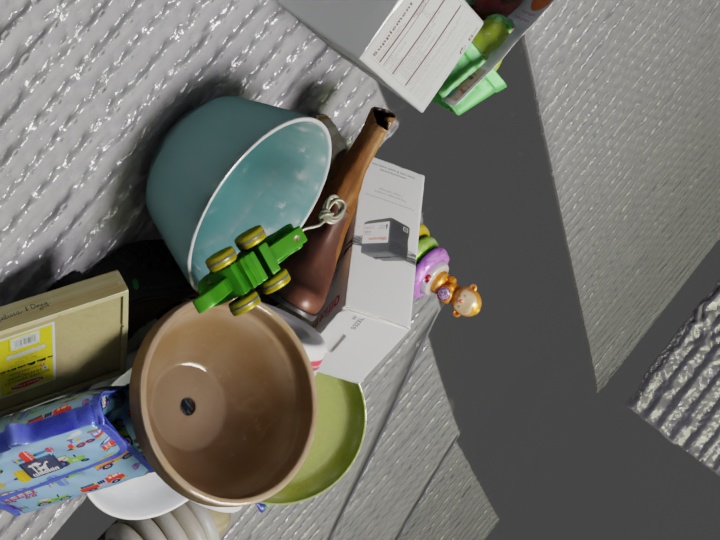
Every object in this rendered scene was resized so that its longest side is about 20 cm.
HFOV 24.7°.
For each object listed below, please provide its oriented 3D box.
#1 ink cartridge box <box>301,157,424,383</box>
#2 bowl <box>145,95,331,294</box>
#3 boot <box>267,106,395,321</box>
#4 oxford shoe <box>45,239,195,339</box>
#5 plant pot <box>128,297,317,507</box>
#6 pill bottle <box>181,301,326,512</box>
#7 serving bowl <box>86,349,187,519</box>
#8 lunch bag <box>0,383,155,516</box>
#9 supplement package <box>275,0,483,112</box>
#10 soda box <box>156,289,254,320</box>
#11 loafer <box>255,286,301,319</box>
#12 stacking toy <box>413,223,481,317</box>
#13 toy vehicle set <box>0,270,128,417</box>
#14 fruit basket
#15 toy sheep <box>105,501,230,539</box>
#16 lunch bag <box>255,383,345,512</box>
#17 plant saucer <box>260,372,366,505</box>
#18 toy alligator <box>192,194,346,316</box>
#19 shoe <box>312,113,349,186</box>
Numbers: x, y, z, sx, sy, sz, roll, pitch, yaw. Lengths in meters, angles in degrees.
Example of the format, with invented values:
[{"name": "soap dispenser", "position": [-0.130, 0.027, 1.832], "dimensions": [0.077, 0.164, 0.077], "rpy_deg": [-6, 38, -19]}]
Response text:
[{"name": "ink cartridge box", "position": [0.000, 0.000, 1.805], "dimensions": [0.145, 0.083, 0.202], "rpy_deg": [130, -28, -52]}, {"name": "bowl", "position": [-0.130, -0.087, 1.580], "dimensions": [0.201, 0.105, 0.202], "rpy_deg": [-43, 156, -23]}, {"name": "boot", "position": [-0.019, -0.059, 1.677], "dimensions": [0.201, 0.068, 0.188], "rpy_deg": [-57, -179, 20]}, {"name": "oxford shoe", "position": [-0.228, 0.028, 1.608], "dimensions": [0.199, 0.073, 0.085], "rpy_deg": [-23, 147, -32]}, {"name": "plant pot", "position": [-0.146, 0.128, 1.582], "dimensions": [0.200, 0.202, 0.092], "rpy_deg": [-36, -168, -36]}, {"name": "pill bottle", "position": [-0.126, 0.142, 1.711], "dimensions": [0.119, 0.119, 0.202], "rpy_deg": [2, 115, -64]}, {"name": "serving bowl", "position": [-0.229, 0.164, 1.766], "dimensions": [0.198, 0.066, 0.202], "rpy_deg": [-19, 123, -31]}, {"name": "lunch bag", "position": [-0.288, 0.155, 1.509], "dimensions": [0.149, 0.095, 0.200], "rpy_deg": [-17, 167, 3]}, {"name": "supplement package", "position": [0.022, -0.256, 1.622], "dimensions": [0.118, 0.117, 0.200], "rpy_deg": [-54, 158, 4]}, {"name": "soda box", "position": [-0.135, -0.018, 1.728], "dimensions": [0.201, 0.063, 0.071], "rpy_deg": [-58, 158, 8]}, {"name": "loafer", "position": [-0.077, 0.031, 1.877], "dimensions": [0.199, 0.071, 0.073], "rpy_deg": [-35, -177, -39]}, {"name": "stacking toy", "position": [0.064, -0.008, 1.964], "dimensions": [0.117, 0.199, 0.110], "rpy_deg": [-56, 158, 12]}, {"name": "toy vehicle set", "position": [-0.306, 0.077, 1.488], "dimensions": [0.198, 0.027, 0.125], "rpy_deg": [-19, 145, -25]}, {"name": "fruit basket", "position": [0.127, -0.272, 1.772], "dimensions": [0.093, 0.185, 0.201], "rpy_deg": [37, 92, -28]}, {"name": "toy sheep", "position": [-0.237, 0.333, 1.958], "dimensions": [0.199, 0.138, 0.139], "rpy_deg": [-30, 150, -34]}, {"name": "lunch bag", "position": [-0.106, 0.184, 2.014], "dimensions": [0.171, 0.127, 0.200], "rpy_deg": [-52, -172, 2]}, {"name": "plant saucer", "position": [-0.092, 0.169, 1.893], "dimensions": [0.201, 0.199, 0.031], "rpy_deg": [-55, -168, 4]}, {"name": "toy alligator", "position": [-0.094, -0.012, 1.560], "dimensions": [0.199, 0.060, 0.054], "rpy_deg": [-38, -166, -35]}, {"name": "shoe", "position": [-0.062, -0.076, 1.802], "dimensions": [0.070, 0.053, 0.201], "rpy_deg": [-28, 148, -46]}]
